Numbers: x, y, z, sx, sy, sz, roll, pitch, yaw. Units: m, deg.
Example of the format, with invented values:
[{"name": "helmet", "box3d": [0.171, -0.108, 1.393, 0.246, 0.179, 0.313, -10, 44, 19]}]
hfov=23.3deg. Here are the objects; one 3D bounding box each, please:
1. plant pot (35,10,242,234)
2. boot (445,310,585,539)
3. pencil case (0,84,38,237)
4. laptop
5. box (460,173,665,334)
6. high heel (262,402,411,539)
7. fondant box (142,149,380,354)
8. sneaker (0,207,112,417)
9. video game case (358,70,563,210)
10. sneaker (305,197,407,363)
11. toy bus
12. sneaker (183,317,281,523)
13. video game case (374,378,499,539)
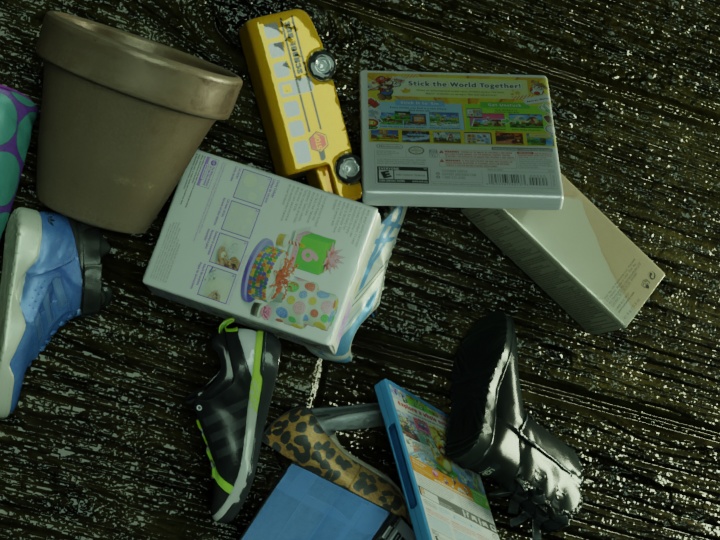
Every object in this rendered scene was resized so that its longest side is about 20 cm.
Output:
[{"name": "plant pot", "box3d": [-0.229, -0.133, 1.671, 0.198, 0.200, 0.176, 16, 98, -14]}, {"name": "boot", "box3d": [0.167, 0.162, 1.802, 0.162, 0.073, 0.200, 38, 45, -28]}, {"name": "pencil case", "box3d": [-0.375, -0.078, 1.662, 0.092, 0.085, 0.202, 20, 79, -21]}, {"name": "laptop", "box3d": [-0.023, 0.323, 1.679, 0.115, 0.200, 0.188, 16, 112, -53]}, {"name": "box", "box3d": [0.210, -0.030, 1.826, 0.200, 0.095, 0.078, 43, 74, -10]}, {"name": "high heel", "box3d": [-0.023, 0.234, 1.755, 0.141, 0.071, 0.202, -6, 88, -7]}, {"name": "fondant box", "box3d": [-0.096, -0.018, 1.717, 0.198, 0.058, 0.146, 18, 78, 9]}, {"name": "sneaker", "box3d": [-0.295, 0.047, 1.678, 0.110, 0.077, 0.202, 9, 92, -26]}, {"name": "video game case", "box3d": [0.098, -0.133, 1.765, 0.198, 0.023, 0.183, 1, 47, -3]}, {"name": "sneaker", "box3d": [0.000, 0.000, 1.781, 0.072, 0.072, 0.201, 38, 72, -36]}, {"name": "toy bus", "box3d": [-0.058, -0.160, 1.772, 0.078, 0.065, 0.202, -15, 90, -17]}, {"name": "sneaker", "box3d": [-0.135, 0.144, 1.711, 0.082, 0.072, 0.202, 12, 98, -6]}, {"name": "video game case", "box3d": [0.082, 0.213, 1.712, 0.143, 0.018, 0.201, 33, 32, -44]}]
